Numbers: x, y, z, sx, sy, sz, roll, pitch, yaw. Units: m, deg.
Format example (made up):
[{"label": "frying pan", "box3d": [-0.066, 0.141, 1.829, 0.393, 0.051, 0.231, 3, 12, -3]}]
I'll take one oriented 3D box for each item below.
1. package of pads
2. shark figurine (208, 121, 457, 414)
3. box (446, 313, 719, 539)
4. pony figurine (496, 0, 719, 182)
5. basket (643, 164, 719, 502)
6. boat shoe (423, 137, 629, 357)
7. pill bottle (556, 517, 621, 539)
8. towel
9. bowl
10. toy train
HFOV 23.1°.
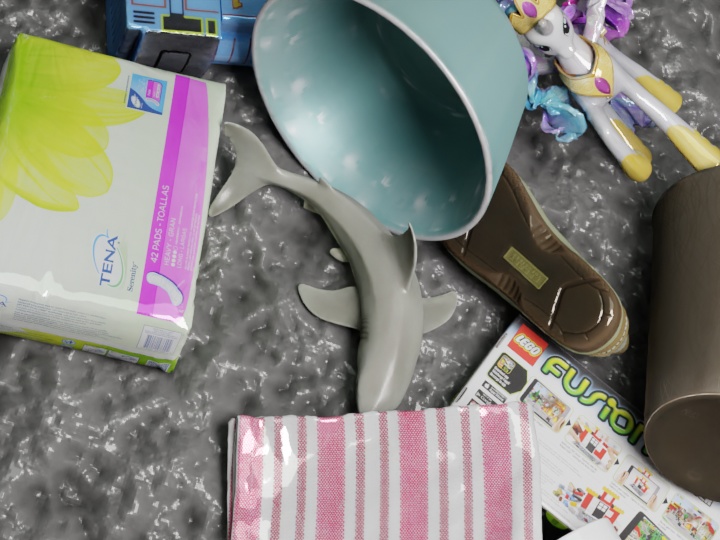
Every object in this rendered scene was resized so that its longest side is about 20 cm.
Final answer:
[{"label": "package of pads", "box3d": [-0.177, -0.047, 1.145, 0.153, 0.068, 0.202, 13, 59, -13]}, {"label": "shark figurine", "box3d": [0.000, -0.020, 1.184, 0.127, 0.090, 0.216, -27, 76, -31]}, {"label": "box", "box3d": [0.152, 0.134, 1.183, 0.199, 0.035, 0.110, 39, 57, 4]}, {"label": "pony figurine", "box3d": [0.160, -0.160, 1.273, 0.200, 0.166, 0.194, 41, 17, -25]}, {"label": "basket", "box3d": [0.266, 0.045, 1.188, 0.178, 0.137, 0.201, 5, 47, 20]}, {"label": "boat shoe", "box3d": [0.114, -0.010, 1.234, 0.072, 0.076, 0.201, -42, 61, 9]}, {"label": "pill bottle", "box3d": [0.172, 0.256, 1.079, 0.110, 0.111, 0.201, -21, 71, -27]}, {"label": "towel", "box3d": [0.014, 0.153, 1.087, 0.197, 0.030, 0.148, -4, 61, 4]}, {"label": "bowl", "box3d": [0.034, -0.132, 1.185, 0.200, 0.201, 0.105, 41, 59, 6]}, {"label": "toy train", "box3d": [-0.090, -0.193, 1.250, 0.198, 0.087, 0.116, 3, 71, -21]}]
